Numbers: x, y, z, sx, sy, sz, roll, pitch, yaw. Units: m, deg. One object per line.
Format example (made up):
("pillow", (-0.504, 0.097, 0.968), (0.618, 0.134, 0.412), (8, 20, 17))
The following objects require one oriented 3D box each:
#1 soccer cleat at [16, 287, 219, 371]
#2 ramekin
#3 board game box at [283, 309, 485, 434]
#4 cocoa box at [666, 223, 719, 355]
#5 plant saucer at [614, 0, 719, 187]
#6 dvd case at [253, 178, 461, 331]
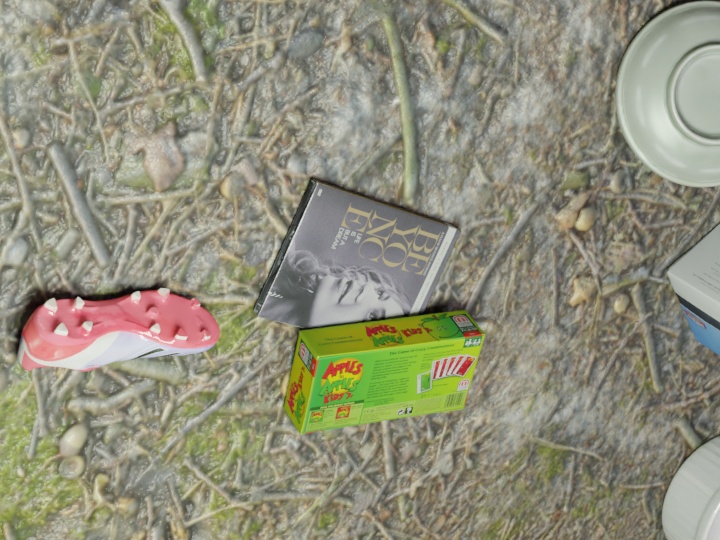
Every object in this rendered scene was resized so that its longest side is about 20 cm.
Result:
("soccer cleat", (-0.227, 0.061, 1.529), (0.199, 0.067, 0.077), (0, 145, -39))
("ramekin", (0.483, 0.306, 2.088), (0.199, 0.098, 0.202), (-15, 121, -27))
("board game box", (0.025, 0.105, 1.701), (0.199, 0.048, 0.102), (-6, 127, -28))
("cocoa box", (0.481, 0.043, 1.884), (0.133, 0.200, 0.132), (-40, 129, -10))
("plant saucer", (0.374, -0.188, 1.737), (0.199, 0.050, 0.202), (-1, 97, -7))
("dvd case", (0.000, 0.000, 1.667), (0.199, 0.016, 0.149), (16, 104, -38))
